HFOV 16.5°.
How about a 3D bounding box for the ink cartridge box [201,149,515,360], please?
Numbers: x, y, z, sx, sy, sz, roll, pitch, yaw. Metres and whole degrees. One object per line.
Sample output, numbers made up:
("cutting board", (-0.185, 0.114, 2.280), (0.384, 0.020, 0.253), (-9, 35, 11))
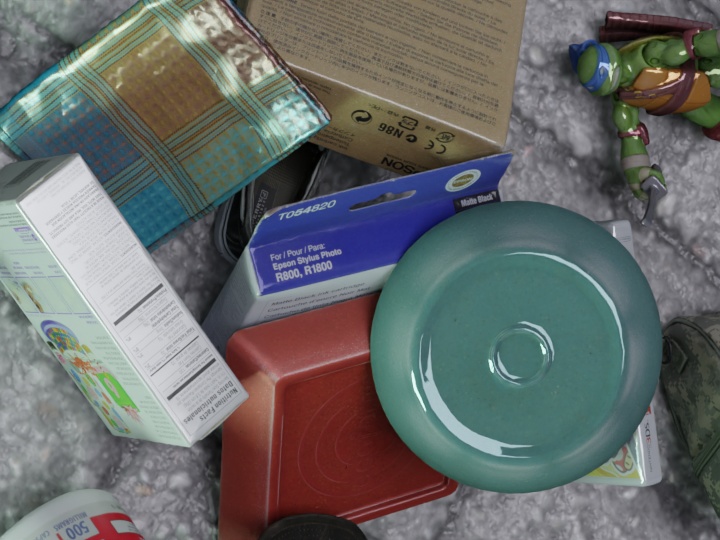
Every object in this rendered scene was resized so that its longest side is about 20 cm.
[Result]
("ink cartridge box", (0.000, 0.000, 1.714), (0.198, 0.200, 0.041), (-15, 69, -24))

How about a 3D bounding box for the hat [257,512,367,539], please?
("hat", (-0.055, 0.268, 1.742), (0.200, 0.081, 0.202), (2, 87, -49))

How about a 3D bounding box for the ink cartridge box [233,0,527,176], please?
("ink cartridge box", (0.008, -0.162, 1.728), (0.199, 0.075, 0.166), (20, 53, -12))

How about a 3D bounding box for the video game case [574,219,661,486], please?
("video game case", (0.128, 0.059, 1.771), (0.023, 0.199, 0.183), (-11, 95, -38))

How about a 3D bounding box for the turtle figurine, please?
("turtle figurine", (0.264, -0.112, 1.856), (0.193, 0.200, 0.145), (0, 106, -34))

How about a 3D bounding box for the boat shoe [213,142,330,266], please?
("boat shoe", (-0.044, -0.096, 1.755), (0.072, 0.071, 0.201), (19, 77, -23))

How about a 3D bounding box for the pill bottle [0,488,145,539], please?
("pill bottle", (-0.158, 0.252, 1.635), (0.112, 0.113, 0.200), (-29, 66, -22))

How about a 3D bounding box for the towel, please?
("towel", (-0.135, -0.100, 1.665), (0.147, 0.199, 0.022), (47, 30, -17))

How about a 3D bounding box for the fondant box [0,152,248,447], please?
("fondant box", (-0.175, 0.021, 1.656), (0.058, 0.144, 0.201), (-39, 106, -21))

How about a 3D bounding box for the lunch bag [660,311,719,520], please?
("lunch bag", (0.339, 0.092, 1.903), (0.199, 0.140, 0.168), (-12, 61, -24))

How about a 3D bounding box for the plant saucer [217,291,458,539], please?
("plant saucer", (-0.001, 0.108, 1.742), (0.199, 0.037, 0.201), (-14, 130, -24))

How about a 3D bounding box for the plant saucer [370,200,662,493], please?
("plant saucer", (0.106, 0.055, 1.665), (0.198, 0.036, 0.202), (0, 98, 0))
